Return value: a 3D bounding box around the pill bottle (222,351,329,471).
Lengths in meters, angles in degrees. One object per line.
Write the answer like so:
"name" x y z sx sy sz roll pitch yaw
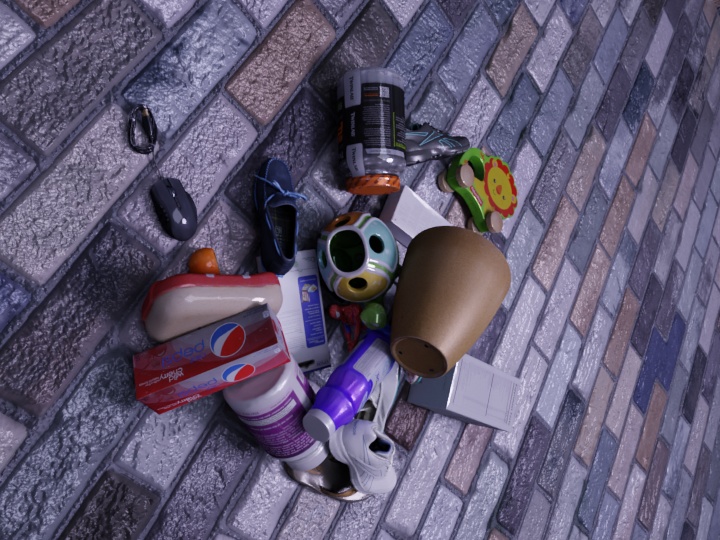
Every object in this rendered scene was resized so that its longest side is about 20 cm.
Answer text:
"pill bottle" -0.116 0.213 0.839 0.112 0.111 0.201 -48 134 -29

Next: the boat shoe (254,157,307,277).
"boat shoe" -0.118 -0.091 0.879 0.083 0.068 0.202 1 70 -34

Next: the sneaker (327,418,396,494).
"sneaker" 0.021 0.307 0.903 0.201 0.086 0.075 59 35 -40

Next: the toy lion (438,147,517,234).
"toy lion" 0.275 -0.186 1.224 0.200 0.068 0.192 50 53 -24

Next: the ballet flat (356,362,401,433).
"ballet flat" 0.019 0.231 0.964 0.069 0.069 0.202 1 109 -37

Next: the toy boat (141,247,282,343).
"toy boat" -0.213 0.026 0.805 0.198 0.131 0.132 2 56 -37

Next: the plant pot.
"plant pot" 0.125 0.065 0.888 0.187 0.185 0.201 51 47 -23

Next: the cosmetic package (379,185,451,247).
"cosmetic package" 0.126 -0.075 1.101 0.199 0.050 0.083 36 65 -30

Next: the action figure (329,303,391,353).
"action figure" 0.018 0.123 0.995 0.199 0.065 0.100 29 61 -33

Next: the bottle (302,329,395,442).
"bottle" -0.013 0.173 0.841 0.200 0.065 0.084 -43 157 -49

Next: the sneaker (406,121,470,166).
"sneaker" 0.145 -0.259 1.114 0.199 0.075 0.080 -18 95 -37

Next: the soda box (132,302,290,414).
"soda box" -0.200 0.120 0.756 0.198 0.071 0.064 -21 147 -1

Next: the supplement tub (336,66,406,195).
"supplement tub" 0.020 -0.241 0.985 0.121 0.122 0.203 1 86 -37

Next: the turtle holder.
"turtle holder" -0.010 -0.005 0.914 0.132 0.139 0.188 24 76 -78

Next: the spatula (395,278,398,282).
"spatula" 0.091 0.037 1.086 0.200 0.020 0.057 50 58 -25

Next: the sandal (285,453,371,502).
"sandal" -0.035 0.346 0.948 0.199 0.054 0.083 33 68 -32

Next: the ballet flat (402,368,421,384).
"ballet flat" 0.100 0.116 0.994 0.063 0.076 0.201 30 40 -1

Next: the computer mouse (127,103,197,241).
"computer mouse" -0.282 -0.140 0.800 0.058 0.034 0.202 -26 103 -35

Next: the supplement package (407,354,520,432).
"supplement package" 0.209 0.239 1.109 0.199 0.109 0.115 28 71 -33

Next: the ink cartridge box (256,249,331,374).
"ink cartridge box" -0.109 0.070 0.918 0.099 0.039 0.203 -8 91 -37
